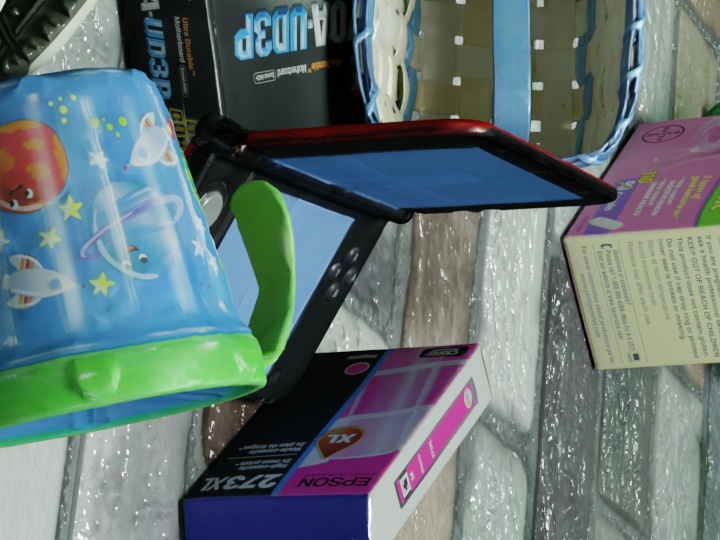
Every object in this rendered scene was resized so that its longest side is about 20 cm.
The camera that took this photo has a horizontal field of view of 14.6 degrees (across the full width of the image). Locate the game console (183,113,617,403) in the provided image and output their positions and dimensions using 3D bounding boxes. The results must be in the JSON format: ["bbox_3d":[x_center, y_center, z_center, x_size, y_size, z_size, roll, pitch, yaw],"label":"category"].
[{"bbox_3d":[0.000,0.000,1.241,0.172,0.119,0.200,-61,156,5],"label":"game console"}]

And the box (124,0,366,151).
[{"bbox_3d":[-0.045,-0.118,1.334,0.200,0.046,0.159,-18,103,-65],"label":"box"}]

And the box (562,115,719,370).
[{"bbox_3d":[0.254,-0.025,1.776,0.176,0.200,0.097,-52,132,-55],"label":"box"}]

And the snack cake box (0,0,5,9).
[{"bbox_3d":[-0.204,-0.161,0.923,0.200,0.115,0.067,60,36,-42],"label":"snack cake box"}]

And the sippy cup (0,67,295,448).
[{"bbox_3d":[-0.113,-0.006,1.080,0.178,0.139,0.131,9,70,-72],"label":"sippy cup"}]

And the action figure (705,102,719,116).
[{"bbox_3d":[0.275,-0.022,1.993,0.118,0.055,0.200,7,72,-63],"label":"action figure"}]

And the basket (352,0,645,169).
[{"bbox_3d":[0.066,-0.122,1.329,0.200,0.139,0.177,106,-13,-76],"label":"basket"}]

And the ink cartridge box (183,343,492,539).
[{"bbox_3d":[-0.015,0.093,1.303,0.200,0.095,0.037,-52,133,-55],"label":"ink cartridge box"}]

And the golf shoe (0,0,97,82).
[{"bbox_3d":[-0.116,-0.143,1.159,0.088,0.077,0.200,74,29,-53],"label":"golf shoe"}]
